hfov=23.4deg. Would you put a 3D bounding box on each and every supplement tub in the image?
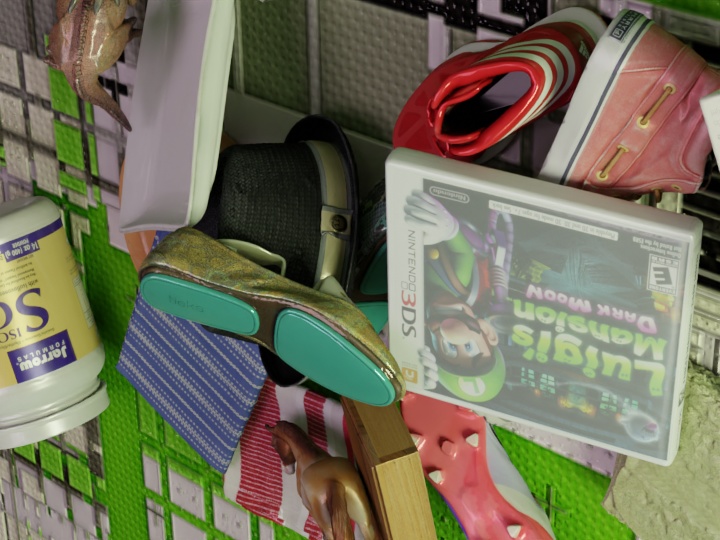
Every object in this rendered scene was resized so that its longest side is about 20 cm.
[{"bbox_3d":[-0.316,0.046,1.577,0.145,0.145,0.201,-5,107,48],"label":"supplement tub"}]

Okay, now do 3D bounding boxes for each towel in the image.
[{"bbox_3d":[-0.043,0.160,1.428,0.200,0.023,0.145,21,124,35],"label":"towel"},{"bbox_3d":[0.247,0.153,1.111,0.200,0.036,0.149,38,133,29],"label":"towel"},{"bbox_3d":[-0.133,0.062,1.441,0.145,0.024,0.200,44,138,18],"label":"towel"}]

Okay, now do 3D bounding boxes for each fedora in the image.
[{"bbox_3d":[-0.073,-0.019,1.259,0.200,0.091,0.201,-171,90,-67],"label":"fedora"}]

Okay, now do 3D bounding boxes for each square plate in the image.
[{"bbox_3d":[-0.134,-0.126,1.291,0.198,0.028,0.201,-179,96,-69],"label":"square plate"}]

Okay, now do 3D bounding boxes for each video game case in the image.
[{"bbox_3d":[0.109,0.024,1.090,0.199,0.023,0.182,15,129,21],"label":"video game case"}]

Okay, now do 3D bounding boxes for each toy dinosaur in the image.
[{"bbox_3d":[-0.201,-0.192,1.288,0.136,0.085,0.201,-119,29,-68],"label":"toy dinosaur"}]

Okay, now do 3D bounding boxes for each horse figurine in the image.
[{"bbox_3d":[-0.021,0.184,1.328,0.200,0.050,0.133,-160,53,-80],"label":"horse figurine"}]

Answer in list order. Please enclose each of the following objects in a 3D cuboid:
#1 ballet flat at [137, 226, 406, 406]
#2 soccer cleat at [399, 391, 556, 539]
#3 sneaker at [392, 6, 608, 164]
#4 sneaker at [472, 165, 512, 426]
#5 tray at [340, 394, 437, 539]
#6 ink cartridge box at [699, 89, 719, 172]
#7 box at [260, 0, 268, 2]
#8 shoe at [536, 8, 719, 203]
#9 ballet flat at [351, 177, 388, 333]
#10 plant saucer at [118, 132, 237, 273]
[{"bbox_3d":[-0.052,0.023,1.168,0.199,0.071,0.071,23,129,10],"label":"ballet flat"},{"bbox_3d":[0.088,0.150,1.264,0.067,0.076,0.200,-33,67,13],"label":"soccer cleat"},{"bbox_3d":[0.061,-0.105,1.113,0.200,0.115,0.079,-32,84,49],"label":"sneaker"},{"bbox_3d":[0.086,0.021,1.185,0.075,0.082,0.200,-101,-10,-59],"label":"sneaker"},{"bbox_3d":[0.028,0.183,1.294,0.099,0.037,0.201,-118,13,-53],"label":"tray"},{"bbox_3d":[0.287,-0.022,0.906,0.128,0.125,0.201,-9,103,49],"label":"ink cartridge box"},{"bbox_3d":[-0.095,-0.315,1.227,0.160,0.044,0.201,35,133,29],"label":"box"},{"bbox_3d":[0.165,-0.063,1.057,0.091,0.072,0.200,32,144,12],"label":"shoe"},{"bbox_3d":[0.000,0.000,1.286,0.074,0.074,0.200,52,137,14],"label":"ballet flat"},{"bbox_3d":[-0.134,-0.026,1.431,0.200,0.032,0.201,25,127,38],"label":"plant saucer"}]
